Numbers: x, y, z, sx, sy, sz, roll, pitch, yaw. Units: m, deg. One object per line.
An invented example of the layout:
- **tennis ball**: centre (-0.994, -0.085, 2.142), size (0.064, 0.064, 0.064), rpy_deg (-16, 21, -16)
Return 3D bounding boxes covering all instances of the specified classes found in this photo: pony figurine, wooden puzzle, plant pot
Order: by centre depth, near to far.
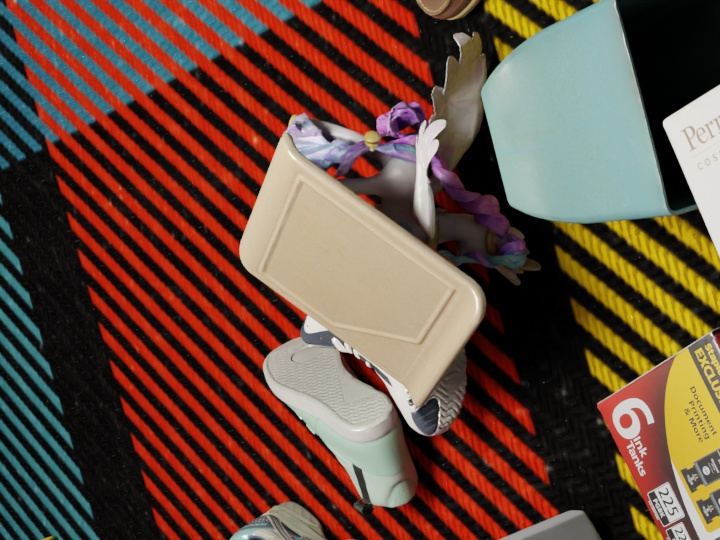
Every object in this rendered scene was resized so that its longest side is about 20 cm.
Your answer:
- **plant pot**: centre (0.181, -0.106, 1.220), size (0.200, 0.141, 0.142), rpy_deg (-13, 92, 60)
- **wooden puzzle**: centre (0.000, 0.000, 1.376), size (0.200, 0.037, 0.185), rpy_deg (40, 150, 7)
- **pony figurine**: centre (0.037, -0.069, 1.394), size (0.199, 0.167, 0.194), rpy_deg (6, 132, 20)

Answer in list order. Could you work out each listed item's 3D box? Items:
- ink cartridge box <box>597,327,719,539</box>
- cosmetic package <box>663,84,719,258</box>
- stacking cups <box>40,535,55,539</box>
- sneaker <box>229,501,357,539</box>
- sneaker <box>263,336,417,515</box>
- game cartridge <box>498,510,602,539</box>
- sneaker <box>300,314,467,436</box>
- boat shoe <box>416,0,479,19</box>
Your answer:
- **ink cartridge box**: centre (0.280, 0.137, 1.219), size (0.176, 0.083, 0.201), rpy_deg (-42, 69, 49)
- **cosmetic package**: centre (0.316, -0.043, 1.044), size (0.167, 0.166, 0.201), rpy_deg (-34, 75, 51)
- **stacking cups**: centre (-0.346, 0.415, 2.130), size (0.060, 0.060, 0.201), rpy_deg (-37, 78, 50)
- **sneaker**: centre (-0.047, 0.287, 1.678), size (0.199, 0.086, 0.078), rpy_deg (20, 118, 47)
- **sneaker**: centre (-0.019, 0.140, 1.605), size (0.200, 0.073, 0.119), rpy_deg (38, 152, 55)
- **game cartridge**: centre (0.157, 0.295, 1.387), size (0.041, 0.133, 0.201), rpy_deg (-16, 89, 52)
- **sneaker**: centre (0.012, 0.060, 1.531), size (0.130, 0.079, 0.200), rpy_deg (-40, 71, 51)
- **boat shoe**: centre (0.074, -0.276, 1.342), size (0.072, 0.067, 0.201), rpy_deg (46, 135, 31)
